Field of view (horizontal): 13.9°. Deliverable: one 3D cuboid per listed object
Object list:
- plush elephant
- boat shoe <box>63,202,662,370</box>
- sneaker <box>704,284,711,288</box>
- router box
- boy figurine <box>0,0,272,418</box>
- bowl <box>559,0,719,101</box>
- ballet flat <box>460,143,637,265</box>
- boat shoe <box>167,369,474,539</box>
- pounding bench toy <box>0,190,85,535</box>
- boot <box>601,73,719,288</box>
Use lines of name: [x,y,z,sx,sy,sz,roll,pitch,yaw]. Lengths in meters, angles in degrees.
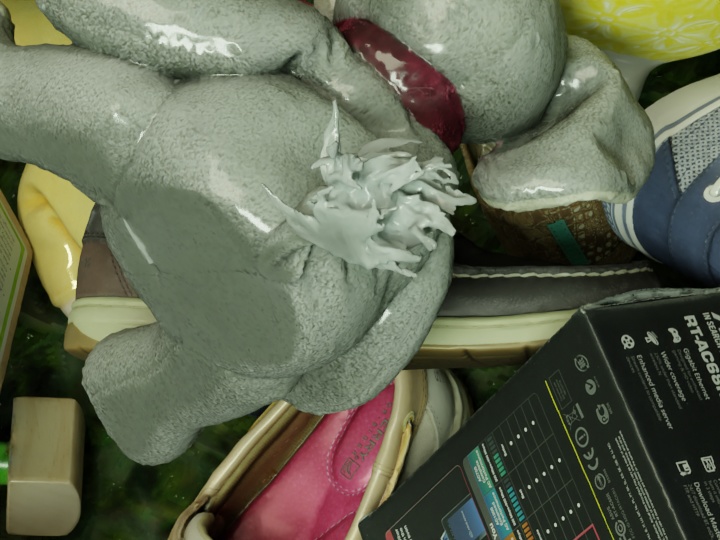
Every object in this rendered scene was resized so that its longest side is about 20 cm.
plush elephant: [-0.007,-0.050,0.869,0.200,0.165,0.155,-7,31,50]
boat shoe: [0.000,0.000,0.961,0.200,0.073,0.065,-1,84,9]
sneaker: [0.180,0.035,0.961,0.074,0.089,0.200,-29,35,-21]
router box: [0.090,0.127,0.904,0.150,0.062,0.200,-47,58,47]
boy figurine: [-0.076,-0.030,1.077,0.200,0.064,0.124,44,106,30]
bowl: [0.068,-0.115,0.963,0.200,0.200,0.108,20,101,25]
ballet flat: [0.052,-0.089,1.055,0.070,0.065,0.200,-26,63,11]
boat shoe: [-0.039,0.103,1.009,0.074,0.069,0.200,29,80,27]
pounding bench toy: [-0.202,0.029,1.028,0.156,0.200,0.124,-19,30,12]
boot: [0.182,-0.047,0.957,0.200,0.073,0.090,-32,39,-17]
